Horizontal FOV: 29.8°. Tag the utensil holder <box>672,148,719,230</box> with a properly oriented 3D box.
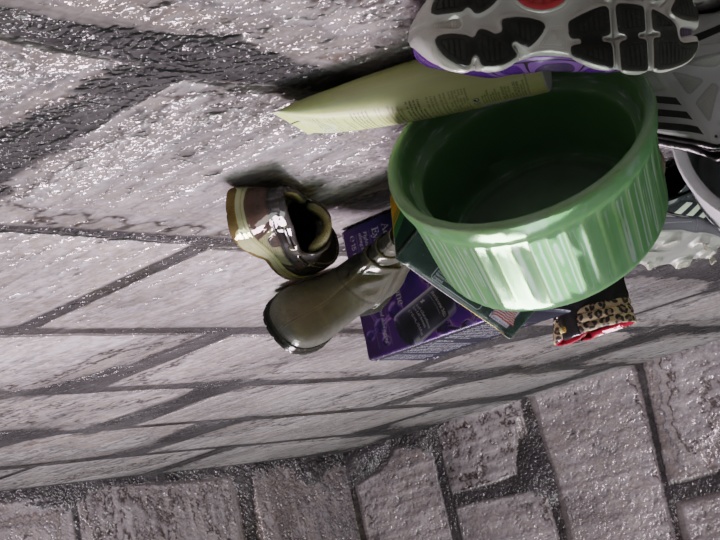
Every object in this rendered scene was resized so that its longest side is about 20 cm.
[{"bbox_3d":[0.358,-0.106,1.153,0.170,0.170,0.200,-16,170,16],"label":"utensil holder"}]

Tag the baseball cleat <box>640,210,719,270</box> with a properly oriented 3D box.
[{"bbox_3d":[0.228,-0.055,1.182,0.200,0.107,0.070,2,151,-29],"label":"baseball cleat"}]

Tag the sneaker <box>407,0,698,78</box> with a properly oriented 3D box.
[{"bbox_3d":[0.129,-0.167,0.912,0.199,0.081,0.083,-1,179,-8],"label":"sneaker"}]

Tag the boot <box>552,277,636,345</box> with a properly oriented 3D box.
[{"bbox_3d":[0.216,0.012,1.559,0.200,0.151,0.073,-16,167,16],"label":"boot"}]

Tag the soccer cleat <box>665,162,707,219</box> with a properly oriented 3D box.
[{"bbox_3d":[0.360,-0.086,1.483,0.199,0.068,0.081,-6,153,-25],"label":"soccer cleat"}]

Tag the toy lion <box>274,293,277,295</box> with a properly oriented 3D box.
[{"bbox_3d":[0.001,0.034,1.674,0.191,0.069,0.200,-12,170,33],"label":"toy lion"}]

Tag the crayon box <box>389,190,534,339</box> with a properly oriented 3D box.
[{"bbox_3d":[0.089,-0.028,1.200,0.051,0.127,0.200,-52,-167,15],"label":"crayon box"}]

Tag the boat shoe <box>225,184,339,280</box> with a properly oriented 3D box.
[{"bbox_3d":[-0.057,-0.034,1.257,0.065,0.073,0.200,-6,170,21],"label":"boat shoe"}]

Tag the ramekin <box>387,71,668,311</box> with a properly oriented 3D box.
[{"bbox_3d":[0.128,-0.063,0.990,0.200,0.200,0.098,-16,129,15],"label":"ramekin"}]

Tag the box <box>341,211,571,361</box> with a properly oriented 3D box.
[{"bbox_3d":[0.097,0.000,1.400,0.200,0.148,0.104,-23,163,36],"label":"box"}]

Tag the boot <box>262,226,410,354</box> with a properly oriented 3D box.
[{"bbox_3d":[0.000,0.000,1.285,0.200,0.068,0.131,-27,164,-52],"label":"boot"}]

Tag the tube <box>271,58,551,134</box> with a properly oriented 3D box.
[{"bbox_3d":[0.039,-0.133,0.996,0.199,0.052,0.058,-13,128,17],"label":"tube"}]

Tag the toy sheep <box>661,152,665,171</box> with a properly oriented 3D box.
[{"bbox_3d":[0.218,-0.057,1.298,0.200,0.138,0.138,-35,175,-19],"label":"toy sheep"}]

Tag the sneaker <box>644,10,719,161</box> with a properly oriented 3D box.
[{"bbox_3d":[0.298,-0.147,1.020,0.200,0.116,0.076,-18,166,22],"label":"sneaker"}]
